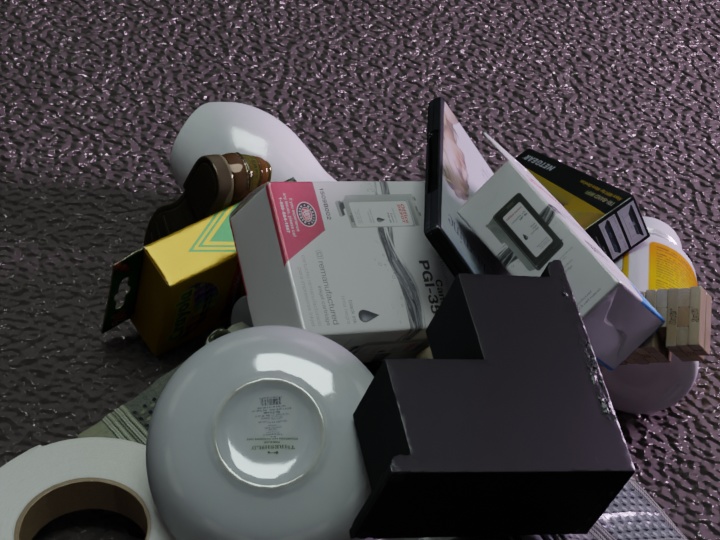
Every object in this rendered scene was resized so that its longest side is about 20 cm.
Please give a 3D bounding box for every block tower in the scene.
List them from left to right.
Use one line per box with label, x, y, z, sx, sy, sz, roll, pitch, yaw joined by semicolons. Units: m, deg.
block tower;0.211;0.053;1.575;0.199;0.054;0.058;-3;71;27

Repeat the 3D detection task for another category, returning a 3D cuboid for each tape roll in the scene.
tape roll;-0.216;0.214;1.394;0.201;0.037;0.204;0;42;0

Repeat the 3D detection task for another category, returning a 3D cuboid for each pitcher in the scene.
pitcher;-0.106;-0.073;1.802;0.199;0.122;0.172;31;55;14

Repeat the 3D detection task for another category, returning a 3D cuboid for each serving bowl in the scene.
serving bowl;-0.068;0.131;1.358;0.198;0.066;0.202;0;70;0

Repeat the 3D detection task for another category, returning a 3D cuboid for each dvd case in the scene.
dvd case;0.099;-0.047;1.584;0.017;0.143;0.201;-23;34;21

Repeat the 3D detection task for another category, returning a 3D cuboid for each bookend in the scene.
bookend;0.077;0.094;1.346;0.199;0.092;0.200;2;51;-23

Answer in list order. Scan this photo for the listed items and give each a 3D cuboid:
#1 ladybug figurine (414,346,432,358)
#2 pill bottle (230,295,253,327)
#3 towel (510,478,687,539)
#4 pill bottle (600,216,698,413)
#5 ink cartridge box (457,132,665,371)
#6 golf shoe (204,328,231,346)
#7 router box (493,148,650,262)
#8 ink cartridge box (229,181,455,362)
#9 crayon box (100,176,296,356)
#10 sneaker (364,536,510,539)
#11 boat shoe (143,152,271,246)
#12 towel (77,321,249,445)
ladybug figurine;0.120;0.103;1.545;0.135;0.200;0.072;16;70;-25
pill bottle;-0.020;0.028;1.659;0.199;0.112;0.111;-25;45;-38
towel;0.183;0.196;1.443;0.199;0.035;0.193;9;31;-39
pill bottle;0.268;0.035;1.703;0.110;0.112;0.200;10;34;4
ink cartridge box;0.160;-0.017;1.527;0.200;0.068;0.116;52;10;33
golf shoe;-0.046;0.104;1.440;0.199;0.098;0.079;13;51;22
router box;0.163;-0.037;1.741;0.157;0.052;0.200;-35;28;-13
ink cartridge box;0.000;0.000;1.560;0.199;0.083;0.147;-3;69;-34
crayon box;-0.139;0.003;1.639;0.199;0.127;0.051;-27;68;-26
sneaker;0.015;0.200;1.442;0.199;0.084;0.121;-4;36;-18
boat shoe;-0.145;-0.045;1.694;0.068;0.200;0.072;-9;71;-33
towel;-0.114;0.149;1.505;0.192;0.035;0.200;-35;51;-19
